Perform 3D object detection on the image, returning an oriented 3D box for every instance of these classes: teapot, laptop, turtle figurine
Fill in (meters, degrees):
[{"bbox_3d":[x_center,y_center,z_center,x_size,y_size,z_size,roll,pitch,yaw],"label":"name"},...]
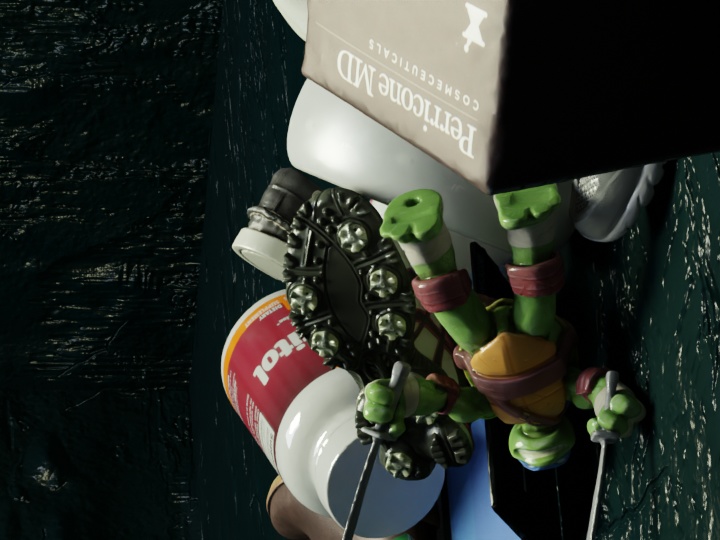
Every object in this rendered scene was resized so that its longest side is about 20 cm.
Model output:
[{"bbox_3d":[0.057,-0.101,1.573,0.197,0.199,0.147,6,-75,-82],"label":"teapot"},{"bbox_3d":[0.067,0.110,1.663,0.200,0.103,0.178,49,-147,-57],"label":"laptop"},{"bbox_3d":[0.076,0.059,1.449,0.144,0.200,0.195,12,130,42],"label":"turtle figurine"}]

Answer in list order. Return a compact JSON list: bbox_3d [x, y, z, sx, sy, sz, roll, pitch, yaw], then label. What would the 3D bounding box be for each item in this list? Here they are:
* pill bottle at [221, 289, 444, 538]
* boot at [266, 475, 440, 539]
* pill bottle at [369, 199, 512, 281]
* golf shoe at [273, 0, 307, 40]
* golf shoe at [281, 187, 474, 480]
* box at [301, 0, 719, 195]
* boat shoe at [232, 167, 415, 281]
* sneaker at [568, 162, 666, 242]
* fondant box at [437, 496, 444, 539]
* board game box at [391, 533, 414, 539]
[{"bbox_3d":[-0.016,0.098,1.803,0.200,0.112,0.114,-131,42,-59],"label":"pill bottle"},{"bbox_3d":[-0.015,0.219,1.876,0.200,0.072,0.167,-26,54,55],"label":"boot"},{"bbox_3d":[0.054,-0.020,1.762,0.200,0.112,0.113,125,145,-75],"label":"pill bottle"},{"bbox_3d":[0.025,-0.158,1.762,0.075,0.200,0.092,-56,5,-3],"label":"golf shoe"},{"bbox_3d":[0.012,0.028,1.556,0.088,0.077,0.201,-70,-36,-53],"label":"golf shoe"},{"bbox_3d":[0.087,-0.166,1.218,0.166,0.164,0.201,35,128,48],"label":"box"},{"bbox_3d":[0.000,0.000,1.627,0.074,0.200,0.061,18,79,47],"label":"boat shoe"},{"bbox_3d":[0.124,-0.111,1.402,0.075,0.082,0.201,-107,20,-64],"label":"sneaker"},{"bbox_3d":[0.049,0.170,1.959,0.144,0.058,0.201,128,143,-76],"label":"fondant box"},{"bbox_3d":[0.063,0.284,1.711,0.135,0.029,0.200,51,-162,-37],"label":"board game box"}]
